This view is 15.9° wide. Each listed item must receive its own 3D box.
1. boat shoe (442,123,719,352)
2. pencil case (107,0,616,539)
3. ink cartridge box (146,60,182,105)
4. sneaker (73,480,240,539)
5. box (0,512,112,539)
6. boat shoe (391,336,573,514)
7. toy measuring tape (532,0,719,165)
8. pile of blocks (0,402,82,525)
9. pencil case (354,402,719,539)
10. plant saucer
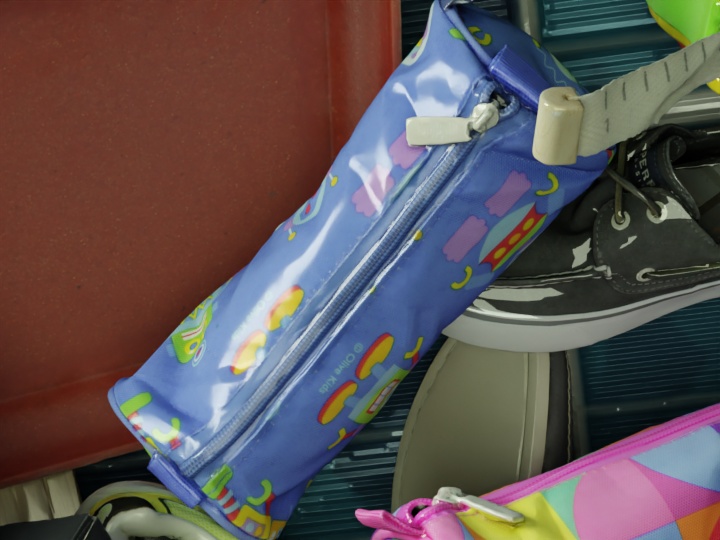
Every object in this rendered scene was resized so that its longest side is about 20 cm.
[{"bbox_3d":[0.113,-0.022,0.895,0.198,0.066,0.070,-5,55,5],"label":"boat shoe"},{"bbox_3d":[0.000,0.000,0.860,0.078,0.087,0.200,42,101,6],"label":"pencil case"},{"bbox_3d":[-0.066,-0.175,0.900,0.116,0.067,0.201,30,101,0],"label":"ink cartridge box"},{"bbox_3d":[-0.027,0.151,0.885,0.200,0.076,0.076,38,83,3],"label":"sneaker"},{"bbox_3d":[-0.137,0.166,0.887,0.199,0.049,0.162,-10,123,32],"label":"box"},{"bbox_3d":[0.054,0.110,0.952,0.062,0.072,0.202,3,96,-38],"label":"boat shoe"},{"bbox_3d":[0.106,-0.090,0.856,0.073,0.199,0.074,26,129,36],"label":"toy measuring tape"},{"bbox_3d":[-0.092,0.137,0.955,0.082,0.062,0.200,-41,86,-7],"label":"pile of blocks"},{"bbox_3d":[0.099,0.094,0.881,0.199,0.088,0.089,-15,99,-24],"label":"pencil case"},{"bbox_3d":[-0.082,-0.027,0.880,0.198,0.037,0.201,-15,127,-17],"label":"plant saucer"}]
